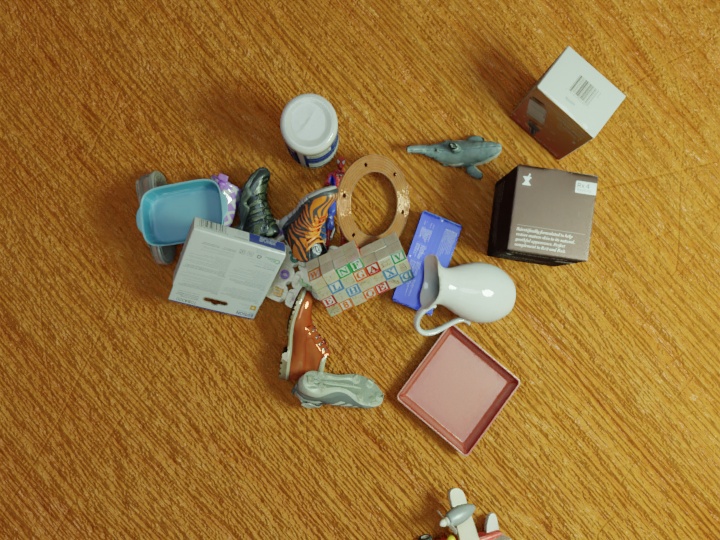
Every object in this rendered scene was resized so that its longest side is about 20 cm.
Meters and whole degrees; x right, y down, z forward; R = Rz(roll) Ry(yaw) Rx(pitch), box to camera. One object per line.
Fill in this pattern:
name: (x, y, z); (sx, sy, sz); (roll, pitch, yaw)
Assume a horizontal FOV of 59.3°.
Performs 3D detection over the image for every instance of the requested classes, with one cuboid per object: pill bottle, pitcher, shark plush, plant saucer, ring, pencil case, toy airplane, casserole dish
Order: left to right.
casserole dish: (-0.359, -0.115, 1.291); (0.194, 0.039, 0.125); (-9, 84, 7)
pencil case: (-0.319, -0.100, 1.346); (0.082, 0.085, 0.205); (19, 86, 13)
pill bottle: (-0.101, -0.276, 1.297); (0.112, 0.200, 0.120); (0, 88, -2)
ring: (0.025, -0.140, 1.331); (0.196, 0.019, 0.207); (-7, 101, -38)
shark plush: (0.200, -0.267, 1.355); (0.195, 0.083, 0.093); (16, 88, 0)
plant saucer: (0.209, 0.254, 1.360); (0.199, 0.037, 0.201); (38, 88, 0)
pitcher: (0.212, 0.064, 1.318); (0.195, 0.122, 0.176); (9, 113, -22)
toy airplane: (0.220, 0.581, 1.295); (0.197, 0.141, 0.202); (32, 87, 1)

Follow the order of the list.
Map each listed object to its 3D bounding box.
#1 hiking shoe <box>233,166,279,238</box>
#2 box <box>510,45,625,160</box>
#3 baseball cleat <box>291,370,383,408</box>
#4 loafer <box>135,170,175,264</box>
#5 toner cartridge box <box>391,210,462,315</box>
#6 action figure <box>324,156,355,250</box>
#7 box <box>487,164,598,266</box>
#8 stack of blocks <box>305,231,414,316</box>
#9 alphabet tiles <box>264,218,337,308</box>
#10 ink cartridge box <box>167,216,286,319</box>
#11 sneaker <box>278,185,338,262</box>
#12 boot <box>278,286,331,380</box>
hiking shoe: (-0.211, -0.114, 1.351); (0.098, 0.076, 0.205); (18, 97, 8)
box: (0.418, -0.336, 1.301); (0.151, 0.200, 0.107); (40, 87, 1)
baseball cleat: (-0.051, 0.260, 1.348); (0.196, 0.106, 0.071); (20, 51, -23)
loafer: (-0.444, -0.108, 1.361); (0.061, 0.072, 0.206); (-11, 81, 17)
toner cartridge box: (0.142, -0.016, 1.366); (0.093, 0.043, 0.205); (20, 88, -1)
action figure: (-0.047, -0.153, 1.338); (0.063, 0.099, 0.206); (3, 76, -2)
box: (0.363, -0.106, 1.293); (0.161, 0.200, 0.169); (8, 88, 1)
stack of blocks: (0.000, 0.000, 1.297); (0.196, 0.059, 0.116); (-24, 132, 6)
alphabet tiles: (-0.131, -0.021, 1.379); (0.191, 0.015, 0.205); (22, 88, 3)
ink cartridge box: (-0.276, 0.001, 1.298); (0.192, 0.044, 0.202); (15, 129, -24)
sneaker: (-0.089, -0.088, 1.292); (0.076, 0.199, 0.114); (-18, 80, -36)
boot: (-0.109, 0.138, 1.341); (0.104, 0.075, 0.206); (9, 103, -3)
